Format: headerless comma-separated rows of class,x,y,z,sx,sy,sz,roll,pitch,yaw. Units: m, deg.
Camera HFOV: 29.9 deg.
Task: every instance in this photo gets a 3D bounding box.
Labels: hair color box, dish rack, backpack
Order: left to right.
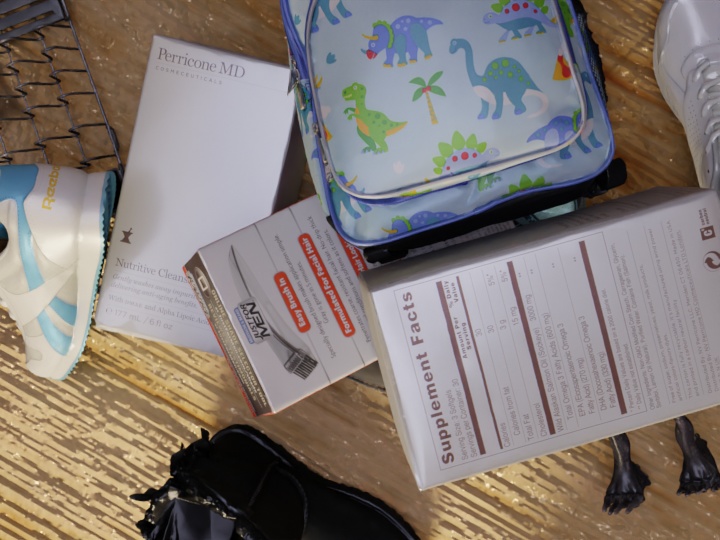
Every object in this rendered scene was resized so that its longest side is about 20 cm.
dish rack,-0.255,-0.115,0.954,0.152,0.055,0.202,-19,93,8
hair color box,0.000,0.000,0.866,0.199,0.064,0.112,-26,89,-20
backpack,0.044,-0.126,0.774,0.181,0.147,0.202,-16,82,3

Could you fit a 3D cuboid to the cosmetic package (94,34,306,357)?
cosmetic package,-0.103,-0.051,0.928,0.112,0.081,0.202,12,97,8

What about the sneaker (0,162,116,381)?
sneaker,-0.214,0.000,0.909,0.080,0.077,0.201,10,138,-10

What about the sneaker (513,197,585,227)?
sneaker,0.087,-0.104,0.891,0.079,0.096,0.201,-27,91,8

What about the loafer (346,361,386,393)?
loafer,0.035,0.054,0.923,0.198,0.072,0.074,12,99,7

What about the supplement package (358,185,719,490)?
supplement package,0.108,0.033,0.776,0.198,0.117,0.118,-16,95,-1

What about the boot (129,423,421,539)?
boot,-0.049,0.179,0.899,0.197,0.162,0.074,35,100,3

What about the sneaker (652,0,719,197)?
sneaker,0.244,-0.093,0.870,0.077,0.099,0.202,-18,92,9

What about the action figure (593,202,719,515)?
action figure,0.187,0.054,0.891,0.118,0.102,0.202,-11,96,13
